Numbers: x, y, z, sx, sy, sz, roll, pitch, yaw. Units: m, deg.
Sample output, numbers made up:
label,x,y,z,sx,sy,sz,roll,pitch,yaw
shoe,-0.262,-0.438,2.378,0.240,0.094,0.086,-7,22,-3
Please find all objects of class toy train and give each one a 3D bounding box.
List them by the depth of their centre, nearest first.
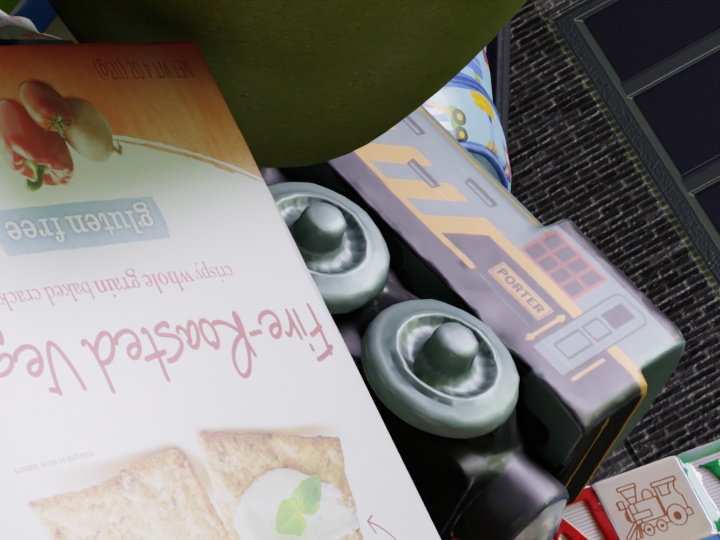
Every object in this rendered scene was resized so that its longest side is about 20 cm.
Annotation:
label,x,y,z,sx,sy,sz,roll,pitch,yaw
toy train,0.000,0.000,0.796,0.200,0.114,0.085,45,-45,19

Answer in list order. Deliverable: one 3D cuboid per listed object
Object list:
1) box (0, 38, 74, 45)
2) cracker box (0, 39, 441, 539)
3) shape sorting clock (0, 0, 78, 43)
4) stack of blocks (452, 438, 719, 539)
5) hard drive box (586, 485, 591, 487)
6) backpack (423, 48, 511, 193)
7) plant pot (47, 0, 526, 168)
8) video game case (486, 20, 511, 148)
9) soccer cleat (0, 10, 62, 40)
label,x,y,z,sx,sy,sz,roll,pitch,yaw
box,-0.071,0.043,0.624,0.122,0.048,0.200,-8,67,-60
cracker box,-0.050,0.052,0.540,0.134,0.058,0.200,-9,69,-54
shape sorting clock,-0.132,-0.169,0.983,0.200,0.200,0.039,61,39,-14
stack of blocks,0.039,0.114,0.813,0.059,0.199,0.115,96,-28,-56
hard drive box,0.035,0.149,0.935,0.200,0.077,0.156,13,42,-49
backpack,-0.032,-0.014,0.937,0.135,0.200,0.183,62,0,22
plant pot,-0.019,-0.113,0.661,0.188,0.187,0.200,62,-15,21
video game case,-0.033,-0.072,1.040,0.026,0.180,0.201,-57,150,-69
soccer cleat,-0.108,-0.051,0.757,0.069,0.078,0.200,-18,63,-47
